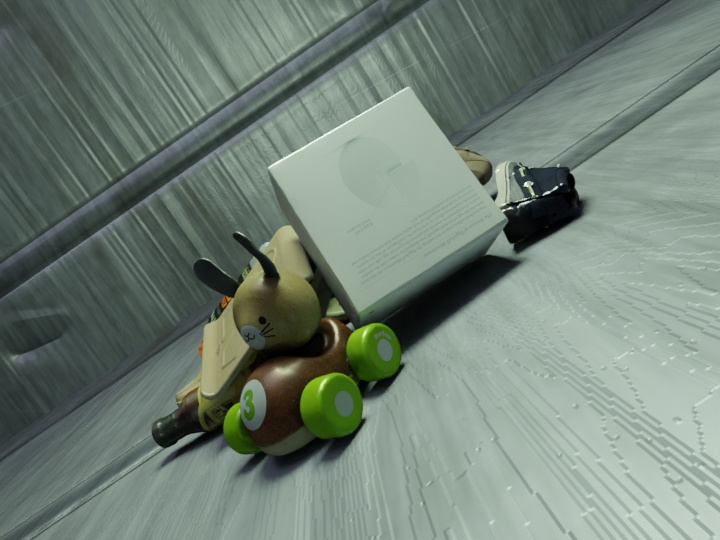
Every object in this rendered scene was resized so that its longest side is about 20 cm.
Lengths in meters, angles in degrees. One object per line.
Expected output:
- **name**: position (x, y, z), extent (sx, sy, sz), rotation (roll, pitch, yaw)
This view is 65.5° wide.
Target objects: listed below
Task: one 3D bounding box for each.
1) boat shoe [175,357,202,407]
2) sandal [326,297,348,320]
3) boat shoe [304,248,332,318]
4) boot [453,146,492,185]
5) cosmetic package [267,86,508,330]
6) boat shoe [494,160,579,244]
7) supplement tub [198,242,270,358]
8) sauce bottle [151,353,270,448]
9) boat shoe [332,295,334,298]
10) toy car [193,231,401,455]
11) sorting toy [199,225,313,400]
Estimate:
- **boat shoe**: position (-0.254, 0.162, 1.001), extent (0.200, 0.065, 0.071), rotation (-40, 12, -31)
- **sandal**: position (0.016, 0.015, 0.841), extent (0.200, 0.058, 0.080), rotation (-30, 12, 21)
- **boat shoe**: position (-0.083, 0.043, 0.781), extent (0.072, 0.059, 0.202), rotation (-13, -47, -55)
- **boot**: position (0.124, -0.179, 0.937), extent (0.147, 0.198, 0.071), rotation (-70, -3, -62)
- **cosmetic package**: position (0.029, -0.067, 0.670), extent (0.198, 0.201, 0.123), rotation (-31, -15, -9)
- **boat shoe**: position (0.226, -0.102, 0.712), extent (0.092, 0.075, 0.201), rotation (-22, 22, 25)
- **supplement tub**: position (-0.156, 0.068, 0.871), extent (0.201, 0.122, 0.123), rotation (-52, 8, 7)
- **sauce bottle**: position (-0.192, 0.176, 0.750), extent (0.199, 0.066, 0.066), rotation (-33, 10, 16)
- **boat shoe**: position (0.000, 0.000, 0.950), extent (0.200, 0.075, 0.068), rotation (-41, 23, -9)
- **toy car**: position (-0.089, 0.061, 0.557), extent (0.163, 0.201, 0.158), rotation (-25, 13, 42)
- **sorting toy**: position (-0.135, 0.049, 0.728), extent (0.200, 0.036, 0.185), rotation (-50, 25, 10)
